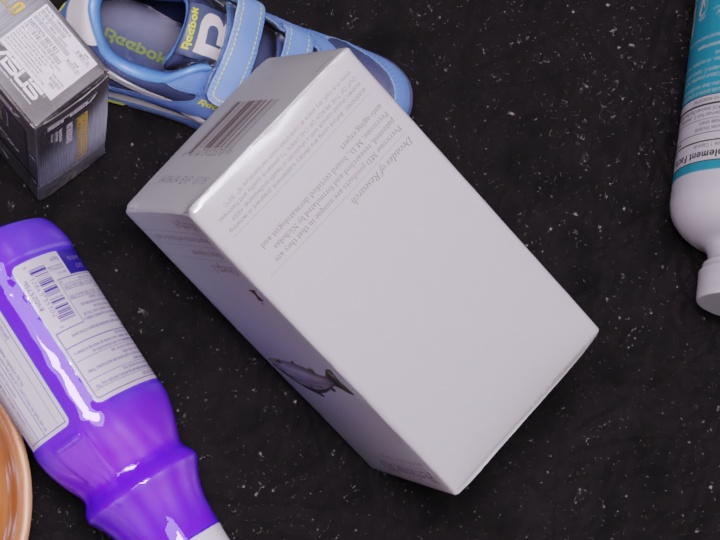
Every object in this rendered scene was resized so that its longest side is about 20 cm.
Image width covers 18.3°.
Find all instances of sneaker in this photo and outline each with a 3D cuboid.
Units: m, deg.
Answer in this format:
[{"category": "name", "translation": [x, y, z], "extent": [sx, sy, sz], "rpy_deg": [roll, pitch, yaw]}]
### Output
[{"category": "sneaker", "translation": [-0.067, -0.109, 1.191], "extent": [0.200, 0.082, 0.074], "rpy_deg": [12, 75, -7]}]

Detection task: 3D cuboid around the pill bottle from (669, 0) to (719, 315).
[{"category": "pill bottle", "translation": [0.229, -0.075, 1.212], "extent": [0.111, 0.111, 0.200], "rpy_deg": [10, 77, -6]}]

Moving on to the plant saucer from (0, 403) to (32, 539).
[{"category": "plant saucer", "translation": [-0.268, 0.120, 1.135], "extent": [0.200, 0.037, 0.200], "rpy_deg": [1, 78, -7]}]

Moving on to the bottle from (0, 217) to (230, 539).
[{"category": "bottle", "translation": [-0.138, 0.070, 1.141], "extent": [0.065, 0.084, 0.200], "rpy_deg": [-35, 85, 21]}]

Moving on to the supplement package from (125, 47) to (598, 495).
[{"category": "supplement package", "translation": [0.000, 0.000, 1.129], "extent": [0.200, 0.117, 0.117], "rpy_deg": [47, 75, -17]}]

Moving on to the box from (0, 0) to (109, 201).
[{"category": "box", "translation": [-0.208, -0.139, 1.137], "extent": [0.048, 0.158, 0.200], "rpy_deg": [-39, 85, -12]}]
